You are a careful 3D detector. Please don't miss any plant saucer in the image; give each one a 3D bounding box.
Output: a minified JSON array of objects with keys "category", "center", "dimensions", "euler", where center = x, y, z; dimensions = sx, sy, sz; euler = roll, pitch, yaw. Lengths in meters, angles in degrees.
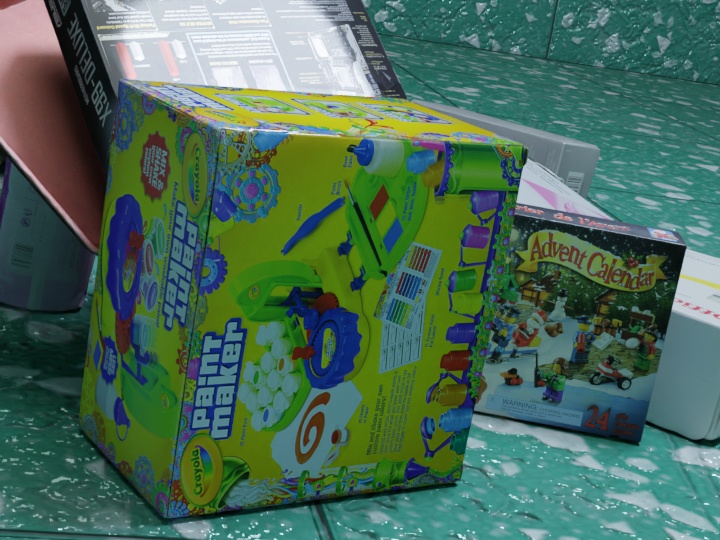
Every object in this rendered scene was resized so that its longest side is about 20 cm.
[{"category":"plant saucer","center":[-0.155,-0.115,0.834],"dimensions":[0.200,0.037,0.199],"euler":[48,49,8]}]

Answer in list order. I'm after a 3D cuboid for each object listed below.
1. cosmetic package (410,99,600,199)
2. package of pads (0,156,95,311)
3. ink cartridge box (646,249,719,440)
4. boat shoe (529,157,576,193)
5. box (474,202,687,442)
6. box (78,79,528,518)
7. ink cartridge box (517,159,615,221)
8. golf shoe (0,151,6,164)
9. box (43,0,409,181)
[{"category":"cosmetic package","center":[0.140,-0.109,1.437],"dimensions":[0.199,0.107,0.090],"euler":[23,15,36]},{"category":"package of pads","center":[-0.213,-0.082,0.953],"dimensions":[0.075,0.201,0.121],"euler":[10,19,-14]},{"category":"ink cartridge box","center":[0.240,0.045,1.002],"dimensions":[0.145,0.084,0.200],"euler":[20,18,30]},{"category":"boat shoe","center":[0.172,-0.077,1.322],"dimensions":[0.200,0.072,0.071],"euler":[41,34,18]},{"category":"box","center":[0.100,0.026,0.883],"dimensions":[0.199,0.137,0.038],"euler":[10,16,3]},{"category":"box","center":[-0.034,0.010,0.737],"dimensions":[0.192,0.201,0.122],"euler":[0,18,-35]},{"category":"ink cartridge box","center":[0.165,-0.050,1.163],"dimensions":[0.196,0.043,0.200],"euler":[39,24,23]},{"category":"golf shoe","center":[-0.377,-0.127,1.291],"dimensions":[0.097,0.079,0.200],"euler":[-4,2,36]},{"category":"box","center":[-0.075,-0.123,0.828],"dimensions":[0.199,0.050,0.158],"euler":[-9,65,-33]}]
